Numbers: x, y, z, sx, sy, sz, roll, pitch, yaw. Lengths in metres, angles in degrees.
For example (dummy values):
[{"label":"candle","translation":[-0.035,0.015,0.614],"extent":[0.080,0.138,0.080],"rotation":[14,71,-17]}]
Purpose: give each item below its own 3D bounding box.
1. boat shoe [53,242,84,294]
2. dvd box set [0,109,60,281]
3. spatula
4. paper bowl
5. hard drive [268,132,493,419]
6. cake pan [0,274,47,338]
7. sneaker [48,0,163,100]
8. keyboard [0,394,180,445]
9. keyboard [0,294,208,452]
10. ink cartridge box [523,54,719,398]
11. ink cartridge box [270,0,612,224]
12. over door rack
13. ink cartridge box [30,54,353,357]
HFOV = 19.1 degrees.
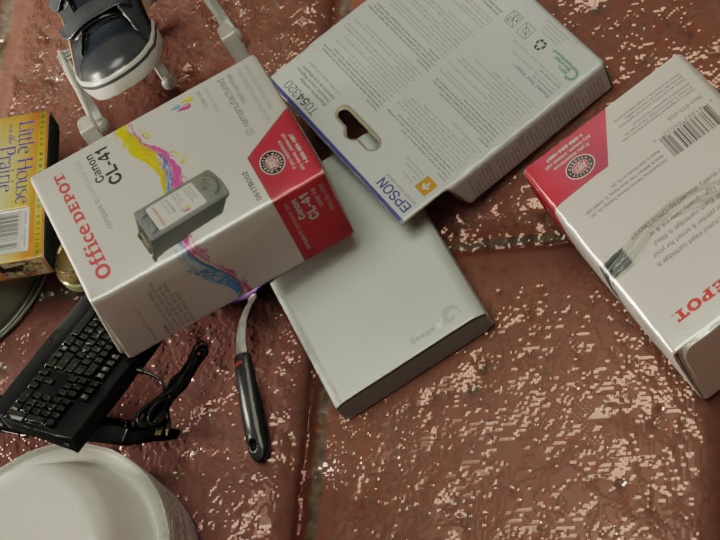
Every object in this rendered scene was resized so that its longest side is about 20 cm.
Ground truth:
[{"label":"boat shoe","translation":[-0.180,-0.071,1.718],"extent":[0.200,0.076,0.072],"rotation":[-48,55,-6]},{"label":"dvd box set","translation":[-0.345,-0.050,1.747],"extent":[0.199,0.029,0.147],"rotation":[-10,58,9]},{"label":"spatula","translation":[-0.087,0.052,1.634],"extent":[0.056,0.021,0.201],"rotation":[-33,53,44]},{"label":"paper bowl","translation":[-0.224,0.221,1.560],"extent":[0.200,0.104,0.201],"rotation":[-11,59,20]},{"label":"hard drive","translation":[0.000,0.000,1.629],"extent":[0.132,0.026,0.200],"rotation":[-33,54,5]},{"label":"cake pan","translation":[-0.351,-0.014,1.787],"extent":[0.200,0.037,0.201],"rotation":[-11,59,18]},{"label":"sneaker","translation":[-0.209,-0.210,1.714],"extent":[0.078,0.079,0.200],"rotation":[-29,30,9]},{"label":"keyboard","translation":[-0.243,0.104,1.631],"extent":[0.199,0.104,0.040],"rotation":[3,92,26]},{"label":"keyboard","translation":[-0.179,0.067,1.616],"extent":[0.127,0.021,0.200],"rotation":[18,41,13]},{"label":"ink cartridge box","translation":[0.233,-0.032,1.504],"extent":[0.145,0.084,0.200],"rotation":[-37,53,1]},{"label":"ink cartridge box","translation":[0.060,-0.146,1.667],"extent":[0.200,0.043,0.196],"rotation":[-39,55,-4]},{"label":"over door rack","translation":[-0.167,-0.165,1.750],"extent":[0.148,0.067,0.200],"rotation":[-34,28,3]},{"label":"ink cartridge box","translation":[-0.127,-0.050,1.615],"extent":[0.200,0.086,0.148],"rotation":[-29,53,-4]}]
